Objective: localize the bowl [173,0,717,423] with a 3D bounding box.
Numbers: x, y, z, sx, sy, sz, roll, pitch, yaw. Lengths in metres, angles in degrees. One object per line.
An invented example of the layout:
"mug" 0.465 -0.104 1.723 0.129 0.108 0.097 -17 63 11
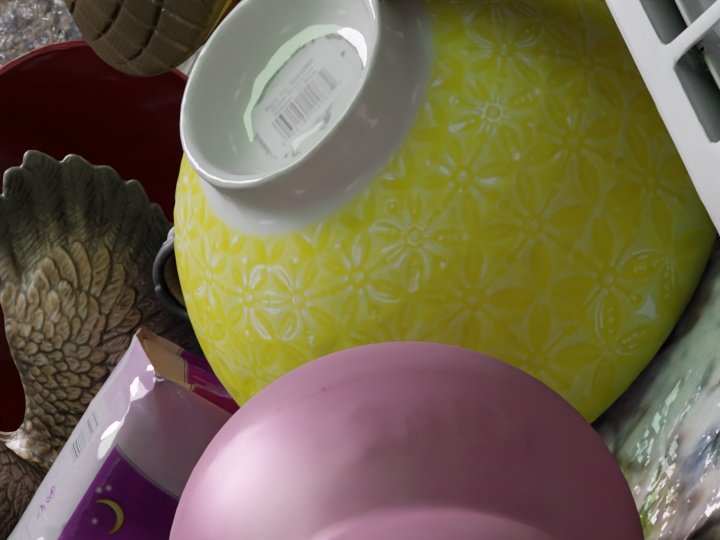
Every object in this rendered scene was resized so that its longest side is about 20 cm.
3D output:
"bowl" 0.005 -0.038 0.720 0.200 0.108 0.200 -22 52 31

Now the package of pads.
"package of pads" -0.079 0.132 0.820 0.200 0.120 0.076 -58 13 9

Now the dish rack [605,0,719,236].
"dish rack" 0.143 -0.106 0.553 0.200 0.044 0.172 -48 52 41

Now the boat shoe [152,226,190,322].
"boat shoe" 0.002 -0.016 0.832 0.200 0.074 0.060 -7 18 43

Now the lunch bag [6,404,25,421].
"lunch bag" -0.190 0.145 1.178 0.200 0.139 0.168 -166 78 -76

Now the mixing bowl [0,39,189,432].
"mixing bowl" -0.154 -0.006 1.058 0.108 0.200 0.200 1 57 46

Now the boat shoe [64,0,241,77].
"boat shoe" -0.054 -0.133 0.856 0.068 0.072 0.200 -35 1 -33

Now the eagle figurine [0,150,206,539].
"eagle figurine" -0.132 0.075 0.912 0.200 0.151 0.152 92 171 -49

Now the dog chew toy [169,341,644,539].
"dog chew toy" 0.018 0.102 0.534 0.125 0.124 0.200 -55 21 18
